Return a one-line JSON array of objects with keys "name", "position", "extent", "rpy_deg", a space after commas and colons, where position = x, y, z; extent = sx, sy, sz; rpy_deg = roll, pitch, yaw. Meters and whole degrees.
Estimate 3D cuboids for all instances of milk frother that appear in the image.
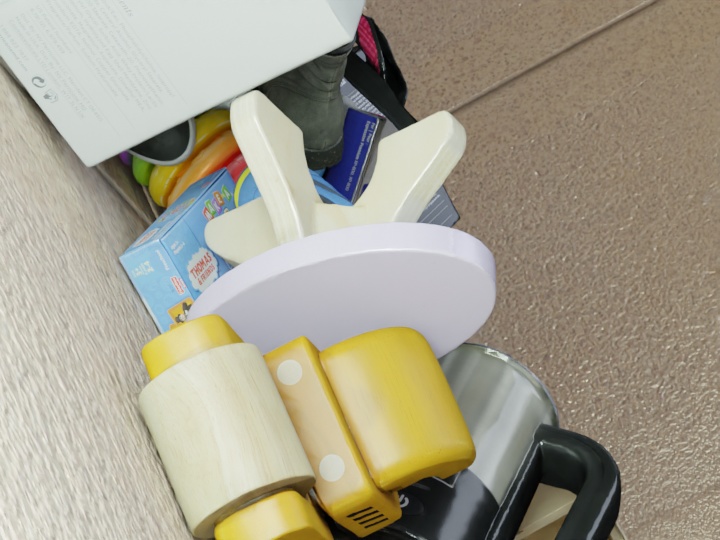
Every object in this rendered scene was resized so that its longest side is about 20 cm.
[{"name": "milk frother", "position": [0.066, 0.192, 1.270], "extent": [0.179, 0.201, 0.188], "rpy_deg": [26, 42, 7]}]

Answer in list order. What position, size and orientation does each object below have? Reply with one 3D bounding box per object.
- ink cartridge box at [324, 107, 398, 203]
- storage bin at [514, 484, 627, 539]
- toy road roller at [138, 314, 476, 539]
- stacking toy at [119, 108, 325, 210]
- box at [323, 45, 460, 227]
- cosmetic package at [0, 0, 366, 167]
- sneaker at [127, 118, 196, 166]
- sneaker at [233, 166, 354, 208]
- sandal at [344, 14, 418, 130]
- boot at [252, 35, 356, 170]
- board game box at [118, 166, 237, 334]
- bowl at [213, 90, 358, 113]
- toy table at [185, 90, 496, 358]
[{"name": "ink cartridge box", "position": [-0.003, -0.075, 1.456], "extent": [0.037, 0.096, 0.200], "rpy_deg": [19, 5, 3]}, {"name": "storage bin", "position": [0.123, 0.270, 1.415], "extent": [0.199, 0.199, 0.094], "rpy_deg": [59, 2, -40]}, {"name": "toy road roller", "position": [-0.022, 0.087, 1.026], "extent": [0.124, 0.145, 0.200], "rpy_deg": [64, 4, 19]}, {"name": "stacking toy", "position": [-0.134, -0.092, 1.367], "extent": [0.200, 0.110, 0.116], "rpy_deg": [42, 31, 11]}, {"name": "box", "position": [-0.043, -0.083, 1.687], "extent": [0.199, 0.104, 0.183], "rpy_deg": [-10, -65, 47]}, {"name": "cosmetic package", "position": [-0.096, -0.194, 1.142], "extent": [0.123, 0.199, 0.200], "rpy_deg": [53, 30, -25]}, {"name": "sneaker", "position": [-0.182, -0.151, 1.260], "extent": [0.201, 0.070, 0.099], "rpy_deg": [56, 5, -6]}, {"name": "sneaker", "position": [0.000, 0.000, 1.255], "extent": [0.200, 0.066, 0.078], "rpy_deg": [38, 0, -27]}, {"name": "sandal", "position": [0.010, -0.154, 1.397], "extent": [0.200, 0.045, 0.075], "rpy_deg": [48, 8, 30]}, {"name": "boot", "position": [-0.051, -0.178, 1.322], "extent": [0.131, 0.067, 0.201], "rpy_deg": [100, -31, -44]}, {"name": "board game box", "position": [-0.073, 0.047, 1.235], "extent": [0.201, 0.036, 0.151], "rpy_deg": [63, 20, -12]}, {"name": "bowl", "position": [-0.107, -0.107, 1.483], "extent": [0.201, 0.199, 0.091], "rpy_deg": [47, 56, -79]}, {"name": "toy table", "position": [-0.014, -0.012, 1.113], "extent": [0.184, 0.198, 0.118], "rpy_deg": [54, 28, -49]}]
